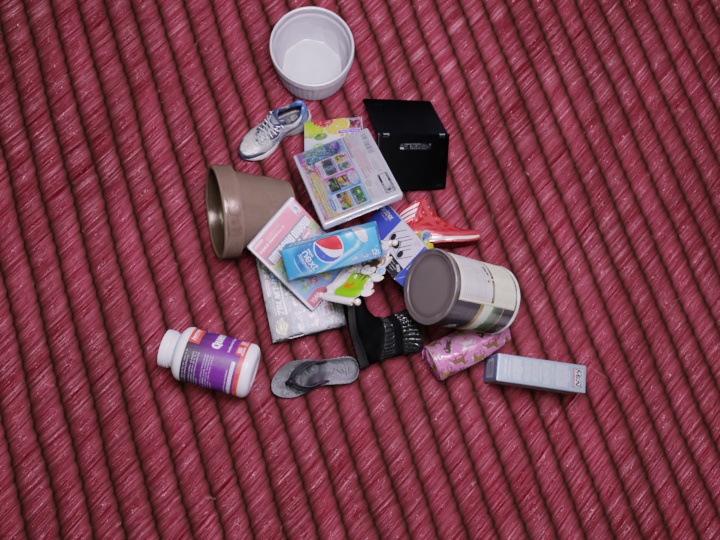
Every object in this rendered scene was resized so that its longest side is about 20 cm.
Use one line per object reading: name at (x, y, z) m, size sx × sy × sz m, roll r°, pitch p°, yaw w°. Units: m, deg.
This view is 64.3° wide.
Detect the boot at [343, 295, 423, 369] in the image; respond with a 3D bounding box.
boot at (0.049, 0.108, 1.229) m, size 0.155 × 0.214 × 0.080 m, roll -17°, pitch 37°, yaw -5°

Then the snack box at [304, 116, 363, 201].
snack box at (-0.056, -0.256, 1.301) m, size 0.139 × 0.053 × 0.204 m, roll -6°, pitch 58°, yaw 4°

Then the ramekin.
ramekin at (-0.114, -0.505, 1.362) m, size 0.195 × 0.105 × 0.205 m, roll 1°, pitch 79°, yaw -4°

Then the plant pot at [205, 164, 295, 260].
plant pot at (-0.234, -0.133, 1.248) m, size 0.171 × 0.200 × 0.205 m, roll -8°, pitch 79°, yaw -23°

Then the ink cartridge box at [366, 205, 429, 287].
ink cartridge box at (0.074, -0.060, 1.245) m, size 0.094 × 0.201 × 0.044 m, roll -47°, pitch 129°, yaw 9°

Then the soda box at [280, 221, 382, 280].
soda box at (-0.056, -0.041, 1.159) m, size 0.196 × 0.068 × 0.065 m, roll -15°, pitch 103°, yaw 6°

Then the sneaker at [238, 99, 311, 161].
sneaker at (-0.204, -0.334, 1.330) m, size 0.199 × 0.085 × 0.077 m, roll -38°, pitch 84°, yaw -10°

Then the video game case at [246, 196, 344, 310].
video game case at (-0.125, -0.033, 1.220) m, size 0.200 × 0.017 × 0.144 m, roll 46°, pitch 75°, yaw -23°

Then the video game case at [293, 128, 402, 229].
video game case at (-0.030, -0.200, 1.221) m, size 0.179 × 0.024 × 0.202 m, roll -22°, pitch 61°, yaw -6°

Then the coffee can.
coffee can at (0.207, 0.046, 1.163) m, size 0.197 × 0.145 × 0.150 m, roll 12°, pitch 75°, yaw -37°

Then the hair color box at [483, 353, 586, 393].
hair color box at (0.380, 0.228, 1.261) m, size 0.195 × 0.099 × 0.062 m, roll 9°, pitch 77°, yaw -3°

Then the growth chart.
growth chart at (0.000, 0.000, 1.184) m, size 0.201 × 0.143 × 0.018 m, roll -55°, pitch 126°, yaw -35°

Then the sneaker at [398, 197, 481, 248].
sneaker at (0.180, -0.115, 1.324) m, size 0.195 × 0.078 × 0.118 m, roll -1°, pitch 80°, yaw -6°

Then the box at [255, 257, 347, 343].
box at (-0.121, 0.043, 1.281) m, size 0.194 × 0.050 × 0.204 m, roll -13°, pitch 81°, yaw -7°

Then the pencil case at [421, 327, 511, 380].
pencil case at (0.234, 0.165, 1.271) m, size 0.197 × 0.086 × 0.084 m, roll -27°, pitch 101°, yaw -11°

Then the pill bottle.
pill bottle at (-0.317, 0.188, 1.203) m, size 0.196 × 0.113 × 0.115 m, roll 16°, pitch 78°, yaw -2°

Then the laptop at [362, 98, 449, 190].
laptop at (0.105, -0.301, 1.367) m, size 0.183 × 0.116 × 0.205 m, roll -4°, pitch 107°, yaw -20°

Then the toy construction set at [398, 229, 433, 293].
toy construction set at (0.154, 0.024, 1.275) m, size 0.131 × 0.091 × 0.201 m, roll -47°, pitch 116°, yaw -23°

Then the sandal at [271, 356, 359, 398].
sandal at (-0.101, 0.224, 1.245) m, size 0.196 × 0.048 × 0.077 m, roll -13°, pitch 78°, yaw -3°
